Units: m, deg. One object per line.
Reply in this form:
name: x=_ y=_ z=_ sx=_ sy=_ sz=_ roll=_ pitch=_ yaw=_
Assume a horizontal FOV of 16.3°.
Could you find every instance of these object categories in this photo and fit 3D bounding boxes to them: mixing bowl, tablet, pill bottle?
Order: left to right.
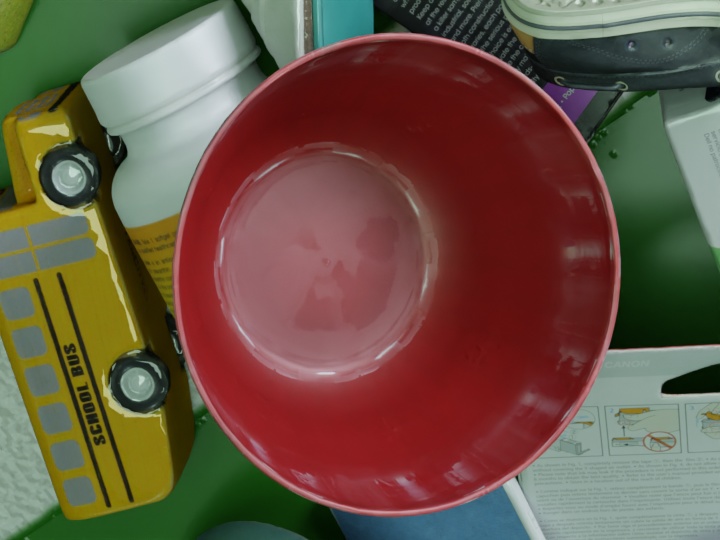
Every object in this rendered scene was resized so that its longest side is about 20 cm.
pill bottle: x=-0.049 y=-0.021 z=1.184 sx=0.110 sy=0.111 sz=0.201 roll=-25 pitch=103 yaw=13
mixing bowl: x=0.000 y=0.000 z=1.087 sx=0.198 sy=0.108 sz=0.202 roll=-1 pitch=93 yaw=-20
tablet: x=0.071 y=0.187 z=1.256 sx=0.130 sy=0.014 sz=0.201 roll=-14 pitch=109 yaw=46

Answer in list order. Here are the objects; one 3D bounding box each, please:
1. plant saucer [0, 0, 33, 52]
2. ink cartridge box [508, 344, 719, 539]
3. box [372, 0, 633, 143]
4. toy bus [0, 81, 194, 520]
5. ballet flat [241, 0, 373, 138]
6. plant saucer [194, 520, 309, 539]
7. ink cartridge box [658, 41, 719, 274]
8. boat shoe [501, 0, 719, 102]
plant saucer: x=-0.225 y=-0.184 z=1.125 sx=0.198 sy=0.048 sz=0.201 roll=17 pitch=132 yaw=-15
ink cartridge box: x=0.172 y=0.077 z=1.184 sx=0.198 sy=0.044 sz=0.174 roll=-3 pitch=137 yaw=8
box: x=0.063 y=-0.172 z=1.165 sx=0.199 sy=0.036 sz=0.143 roll=34 pitch=107 yaw=-6
toy bus: x=-0.136 y=0.015 z=1.231 sx=0.078 sy=0.065 sz=0.202 roll=-14 pitch=106 yaw=12
ballet flat: x=-0.031 y=-0.162 z=1.134 sx=0.069 sy=0.069 sz=0.202 roll=0 pitch=103 yaw=6
plant saucer: x=-0.039 y=0.224 z=1.243 sx=0.199 sy=0.036 sz=0.202 roll=22 pitch=124 yaw=37
ink cartridge box: x=0.249 y=-0.061 z=1.137 sx=0.199 sy=0.088 sz=0.146 roll=-19 pitch=119 yaw=13
boat shoe: x=0.160 y=-0.110 z=1.073 sx=0.198 sy=0.075 sz=0.062 roll=-2 pitch=141 yaw=8
